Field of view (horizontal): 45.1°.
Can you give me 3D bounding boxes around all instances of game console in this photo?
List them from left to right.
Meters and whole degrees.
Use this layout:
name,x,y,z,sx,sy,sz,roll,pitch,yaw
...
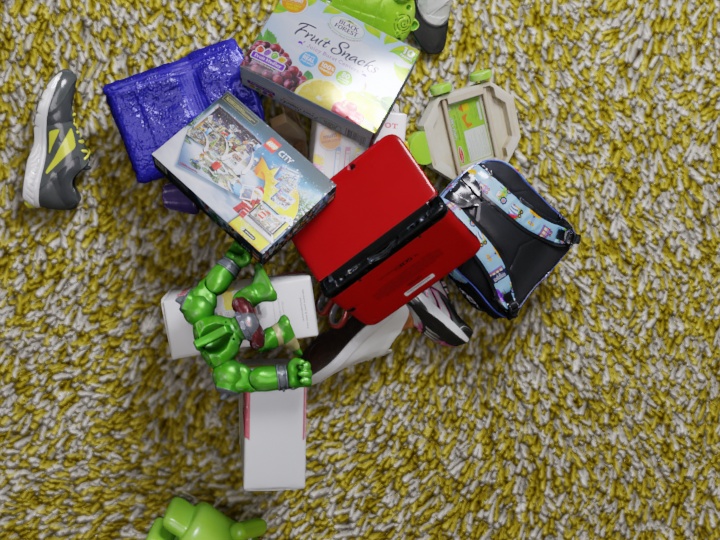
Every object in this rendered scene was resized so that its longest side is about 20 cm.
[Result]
name,x,y,z,sx,sy,sz,roll,pitch,yaw
game console,0.029,-0.049,1.164,0.200,0.119,0.172,-36,138,16

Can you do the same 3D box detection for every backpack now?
name,x,y,z,sx,sy,sz,roll,pitch,yaw
backpack,0.181,-0.056,1.247,0.200,0.134,0.183,43,84,-18

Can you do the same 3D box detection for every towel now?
name,x,y,z,sx,sy,sz,roll,pitch,yaw
towel,-0.236,-0.219,1.185,0.199,0.050,0.148,-22,93,-7

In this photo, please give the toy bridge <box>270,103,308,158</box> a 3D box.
name,x,y,z,sx,sy,sz,roll,pitch,yaw
toy bridge,-0.102,-0.200,1.239,0.027,0.067,0.201,-20,66,19

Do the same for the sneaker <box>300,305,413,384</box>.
name,x,y,z,sx,sy,sz,roll,pitch,yaw
sneaker,-0.005,0.118,1.278,0.200,0.073,0.085,-37,127,14

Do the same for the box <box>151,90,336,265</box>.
name,x,y,z,sx,sy,sz,roll,pitch,yaw
box,-0.149,-0.121,1.115,0.200,0.038,0.137,42,69,12

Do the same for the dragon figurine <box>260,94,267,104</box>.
name,x,y,z,sx,sy,sz,roll,pitch,yaw
dragon figurine,-0.216,-0.207,1.243,0.099,0.059,0.200,35,90,-8

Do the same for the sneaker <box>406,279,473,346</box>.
name,x,y,z,sx,sy,sz,roll,pitch,yaw
sneaker,0.101,0.030,1.290,0.200,0.080,0.086,44,66,-17

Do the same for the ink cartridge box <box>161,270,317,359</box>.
name,x,y,z,sx,sy,sz,roll,pitch,yaw
ink cartridge box,-0.166,0.058,1.214,0.199,0.145,0.084,-8,95,-6

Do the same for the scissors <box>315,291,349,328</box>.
name,x,y,z,sx,sy,sz,roll,pitch,yaw
scissors,0.000,0.000,1.250,0.014,0.073,0.200,16,119,-40

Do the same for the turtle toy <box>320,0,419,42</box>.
name,x,y,z,sx,sy,sz,roll,pitch,yaw
turtle toy,-0.011,-0.381,1.237,0.199,0.101,0.146,17,114,-5

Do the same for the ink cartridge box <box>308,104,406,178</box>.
name,x,y,z,sx,sy,sz,roll,pitch,yaw
ink cartridge box,-0.011,-0.150,1.239,0.128,0.125,0.201,5,93,-7

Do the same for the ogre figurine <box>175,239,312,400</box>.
name,x,y,z,sx,sy,sz,roll,pitch,yaw
ogre figurine,-0.152,0.071,1.087,0.119,0.098,0.201,-25,100,-12

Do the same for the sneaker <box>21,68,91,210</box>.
name,x,y,z,sx,sy,sz,roll,pitch,yaw
sneaker,-0.416,-0.180,1.221,0.084,0.074,0.201,13,100,-13

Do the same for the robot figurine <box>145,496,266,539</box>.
name,x,y,z,sx,sy,sz,roll,pitch,yaw
robot figurine,-0.210,0.416,1.249,0.200,0.116,0.176,40,97,-8

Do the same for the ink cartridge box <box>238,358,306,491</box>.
name,x,y,z,sx,sy,sz,roll,pitch,yaw
ink cartridge box,-0.125,0.206,1.208,0.083,0.200,0.146,0,93,-10

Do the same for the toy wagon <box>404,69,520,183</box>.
name,x,y,z,sx,sy,sz,roll,pitch,yaw
toy wagon,0.142,-0.200,1.274,0.199,0.040,0.156,-20,107,-17

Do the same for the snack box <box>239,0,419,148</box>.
name,x,y,z,sx,sy,sz,roll,pitch,yaw
snack box,-0.041,-0.272,1.158,0.199,0.053,0.143,27,71,2

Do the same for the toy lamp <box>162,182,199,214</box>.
name,x,y,z,sx,sy,sz,roll,pitch,yaw
toy lamp,-0.184,-0.111,1.248,0.199,0.058,0.059,-3,93,0

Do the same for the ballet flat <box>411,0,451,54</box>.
name,x,y,z,sx,sy,sz,roll,pitch,yaw
ballet flat,0.095,-0.419,1.261,0.068,0.068,0.201,-17,96,-25
